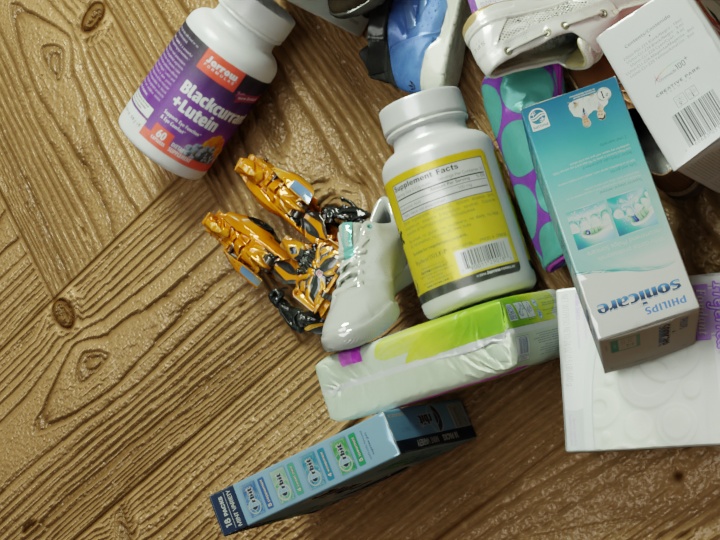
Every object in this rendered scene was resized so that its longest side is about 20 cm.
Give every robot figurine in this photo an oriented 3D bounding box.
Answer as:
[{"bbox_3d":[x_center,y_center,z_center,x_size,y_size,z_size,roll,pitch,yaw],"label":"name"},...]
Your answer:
[{"bbox_3d":[-0.068,-0.025,1.424,0.200,0.058,0.146,38,104,29],"label":"robot figurine"}]

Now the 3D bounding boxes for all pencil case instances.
[{"bbox_3d":[0.178,-0.102,1.275,0.092,0.085,0.201,-34,67,40],"label":"pencil case"}]

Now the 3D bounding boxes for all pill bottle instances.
[{"bbox_3d":[0.084,-0.064,1.296,0.111,0.111,0.201,-20,81,27],"label":"pill bottle"},{"bbox_3d":[-0.158,-0.206,1.473,0.111,0.111,0.200,45,106,27],"label":"pill bottle"}]

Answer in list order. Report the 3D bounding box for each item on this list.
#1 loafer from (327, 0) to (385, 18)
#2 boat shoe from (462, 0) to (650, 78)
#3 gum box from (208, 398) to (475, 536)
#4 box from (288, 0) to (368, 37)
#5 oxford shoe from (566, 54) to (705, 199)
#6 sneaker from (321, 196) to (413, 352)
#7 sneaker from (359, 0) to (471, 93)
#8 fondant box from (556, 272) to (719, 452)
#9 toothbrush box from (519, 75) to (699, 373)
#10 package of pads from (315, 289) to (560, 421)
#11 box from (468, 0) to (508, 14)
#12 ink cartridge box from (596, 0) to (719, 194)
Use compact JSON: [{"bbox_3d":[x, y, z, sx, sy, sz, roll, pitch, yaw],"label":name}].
[{"bbox_3d":[0.021,-0.331,1.324,0.201,0.071,0.073,-56,35,-7],"label":"loafer"},{"bbox_3d":[0.194,-0.209,1.240,0.199,0.071,0.070,-15,67,-7],"label":"boat shoe"},{"bbox_3d":[-0.014,0.182,1.298,0.199,0.170,0.045,-29,76,25],"label":"gum box"},{"bbox_3d":[-0.045,-0.368,1.377,0.130,0.200,0.200,34,100,29],"label":"box"},{"bbox_3d":[0.241,-0.154,1.254,0.071,0.071,0.201,-44,60,20],"label":"oxford shoe"},{"bbox_3d":[0.000,0.000,1.295,0.075,0.200,0.089,-16,112,28],"label":"sneaker"},{"bbox_3d":[0.059,-0.277,1.364,0.111,0.077,0.201,17,98,21],"label":"sneaker"},{"bbox_3d":[0.274,0.080,1.198,0.199,0.058,0.145,-6,80,22],"label":"fondant box"},{"bbox_3d":[0.203,-0.032,1.130,0.085,0.146,0.201,-19,74,6],"label":"toothbrush box"},{"bbox_3d":[0.082,0.077,1.268,0.199,0.154,0.069,-19,84,29],"label":"package of pads"},{"bbox_3d":[0.185,-0.309,1.275,0.199,0.039,0.138,-14,74,-2],"label":"box"},{"bbox_3d":[0.282,-0.159,1.154,0.084,0.200,0.176,-34,68,23],"label":"ink cartridge box"}]
